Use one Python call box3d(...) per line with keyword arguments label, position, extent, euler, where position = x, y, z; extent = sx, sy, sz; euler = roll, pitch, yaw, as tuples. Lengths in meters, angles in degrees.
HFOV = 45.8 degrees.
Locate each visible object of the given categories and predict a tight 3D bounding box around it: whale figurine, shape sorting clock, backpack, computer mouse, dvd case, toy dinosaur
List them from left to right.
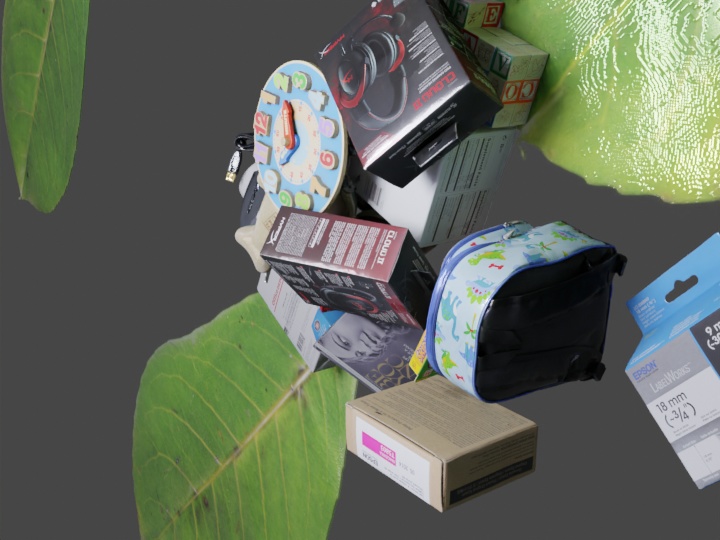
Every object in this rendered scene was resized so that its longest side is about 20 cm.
box3d(label="computer mouse", position=(-0.170, -0.117, 1.299), extent=(0.140, 0.046, 0.201), euler=(18, 101, 40))
box3d(label="shape sorting clock", position=(-0.081, -0.162, 1.073), extent=(0.200, 0.039, 0.201), euler=(13, 106, 54))
box3d(label="whale figurine", position=(-0.088, -0.080, 1.215), extent=(0.200, 0.104, 0.159), euler=(-39, 86, 31))
box3d(label="toy dinosaur", position=(-0.025, -0.131, 1.082), extent=(0.088, 0.047, 0.201), euler=(-10, 93, 68))
box3d(label="dvd case", position=(0.030, 0.112, 1.233), extent=(0.149, 0.016, 0.200), euler=(37, 142, -6))
box3d(label="backpack", position=(0.163, 0.044, 0.928), extent=(0.147, 0.200, 0.184), euler=(31, 126, 46))

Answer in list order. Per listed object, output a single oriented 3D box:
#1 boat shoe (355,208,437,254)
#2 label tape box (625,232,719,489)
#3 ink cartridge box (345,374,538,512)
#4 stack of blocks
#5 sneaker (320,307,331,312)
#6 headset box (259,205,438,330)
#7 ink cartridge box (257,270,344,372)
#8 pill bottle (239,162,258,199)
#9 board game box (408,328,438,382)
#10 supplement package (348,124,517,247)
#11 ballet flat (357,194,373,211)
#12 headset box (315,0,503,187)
box3d(label="boat shoe", position=(0.029, -0.041, 1.182), extent=(0.075, 0.075, 0.202), euler=(46, 153, -21))
box3d(label="label tape box", position=(0.334, 0.088, 0.818), extent=(0.200, 0.063, 0.144), euler=(62, 142, 20))
box3d(label="ink cartridge box", position=(0.101, 0.216, 1.105), extent=(0.200, 0.164, 0.075), euler=(22, 118, 51))
box3d(label="stack of blocks", position=(0.125, -0.264, 1.005), extent=(0.200, 0.058, 0.115), euler=(44, 134, 39))
box3d(label="sneaker", position=(0.007, 0.034, 1.222), extent=(0.200, 0.115, 0.079), euler=(-19, 85, 56))
box3d(label="headset box", position=(0.000, 0.000, 1.053), extent=(0.200, 0.149, 0.075), euler=(12, 69, 28))
box3d(label="ink cartridge box", position=(-0.089, 0.054, 1.408), extent=(0.200, 0.068, 0.116), euler=(52, 138, 32))
box3d(label="pill bottle", position=(-0.108, -0.080, 1.350), extent=(0.200, 0.114, 0.114), euler=(55, 140, 27))
box3d(label="board game box", position=(0.128, 0.061, 1.075), extent=(0.030, 0.095, 0.200), euler=(49, 137, 33))
box3d(label="supplement package", position=(0.072, -0.151, 1.071), extent=(0.200, 0.111, 0.156), euler=(46, 135, 38))
box3d(label="ballet flat", position=(-0.003, -0.181, 1.210), extent=(0.046, 0.067, 0.201), euler=(0, 108, 28))
box3d(label="headset box", position=(0.052, -0.202, 0.932), extent=(0.149, 0.075, 0.200), euler=(-37, 58, 25))
